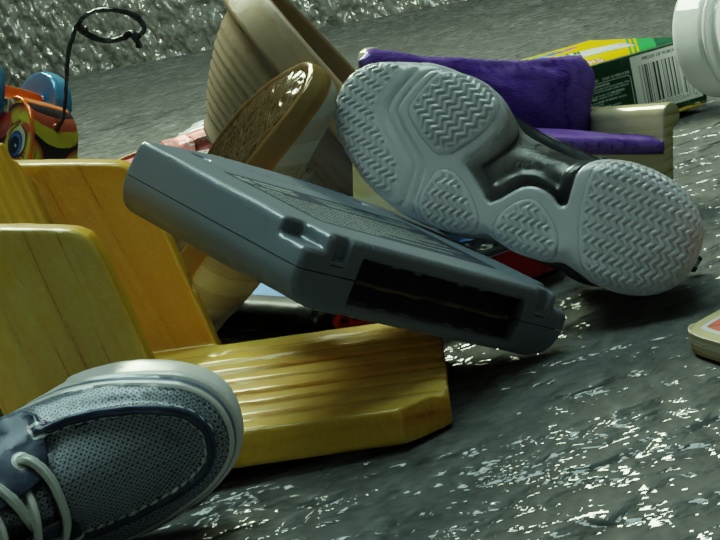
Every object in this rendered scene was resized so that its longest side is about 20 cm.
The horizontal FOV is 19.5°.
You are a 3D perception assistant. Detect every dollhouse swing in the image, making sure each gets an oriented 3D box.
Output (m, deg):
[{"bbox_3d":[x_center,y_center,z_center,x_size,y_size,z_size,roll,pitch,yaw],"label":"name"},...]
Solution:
[{"bbox_3d":[-0.071,0.004,0.957,0.175,0.183,0.200,-23,10,5],"label":"dollhouse swing"}]

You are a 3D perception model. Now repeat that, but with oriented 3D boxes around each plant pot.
[{"bbox_3d":[-0.035,-0.088,1.340,0.093,0.201,0.201,-41,8,8],"label":"plant pot"}]

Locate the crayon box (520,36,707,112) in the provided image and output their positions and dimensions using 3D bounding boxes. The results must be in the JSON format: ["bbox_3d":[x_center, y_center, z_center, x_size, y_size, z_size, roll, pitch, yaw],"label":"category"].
[{"bbox_3d":[0.141,-0.134,1.645,0.198,0.059,0.172,-17,12,-20],"label":"crayon box"}]

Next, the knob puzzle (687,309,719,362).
[{"bbox_3d":[0.239,0.005,0.908,0.218,0.031,0.220,-13,11,3],"label":"knob puzzle"}]

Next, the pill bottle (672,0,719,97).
[{"bbox_3d":[0.328,-0.178,1.505,0.113,0.114,0.199,-21,14,-37],"label":"pill bottle"}]

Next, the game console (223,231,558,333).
[{"bbox_3d":[0.000,0.000,1.177,0.176,0.031,0.199,-14,9,-34],"label":"game console"}]

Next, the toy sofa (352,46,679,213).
[{"bbox_3d":[0.091,-0.082,1.226,0.199,0.099,0.082,-2,2,-39],"label":"toy sofa"}]

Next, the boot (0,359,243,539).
[{"bbox_3d":[-0.139,0.098,0.803,0.198,0.073,0.090,-20,17,5],"label":"boot"}]

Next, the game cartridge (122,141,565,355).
[{"bbox_3d":[-0.009,-0.010,0.960,0.133,0.042,0.199,23,6,39],"label":"game cartridge"}]

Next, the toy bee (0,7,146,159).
[{"bbox_3d":[-0.209,-0.074,1.228,0.130,0.110,0.200,6,-16,-23],"label":"toy bee"}]

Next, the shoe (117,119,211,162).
[{"bbox_3d":[-0.149,-0.061,1.602,0.198,0.072,0.091,-19,13,-5],"label":"shoe"}]

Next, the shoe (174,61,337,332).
[{"bbox_3d":[-0.063,-0.026,1.092,0.200,0.053,0.070,-51,24,30],"label":"shoe"}]

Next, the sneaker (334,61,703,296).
[{"bbox_3d":[0.083,-0.041,1.069,0.199,0.076,0.114,26,2,15],"label":"sneaker"}]

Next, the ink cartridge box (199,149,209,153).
[{"bbox_3d":[-0.181,-0.014,1.347,0.198,0.084,0.147,-9,12,13],"label":"ink cartridge box"}]
